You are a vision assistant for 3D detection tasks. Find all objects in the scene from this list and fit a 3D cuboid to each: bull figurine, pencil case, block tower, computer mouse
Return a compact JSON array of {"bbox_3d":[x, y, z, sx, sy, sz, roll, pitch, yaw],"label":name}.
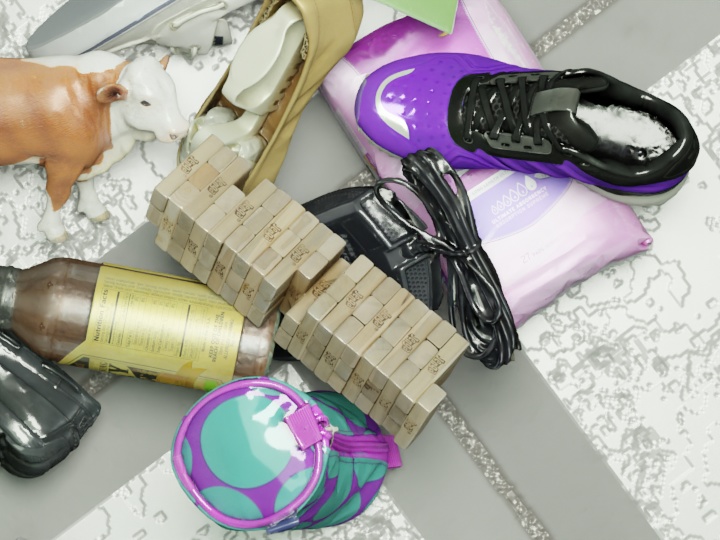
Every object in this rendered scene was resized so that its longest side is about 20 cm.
[{"bbox_3d":[-0.197,-0.082,1.593,0.199,0.065,0.122,9,118,5],"label":"bull figurine"},{"bbox_3d":[-0.040,0.107,1.537,0.092,0.200,0.085,-14,83,10],"label":"pencil case"},{"bbox_3d":[-0.029,0.011,1.531,0.200,0.054,0.058,41,61,8],"label":"block tower"},{"bbox_3d":[0.000,0.000,1.586,0.199,0.053,0.139,-11,109,34],"label":"computer mouse"}]

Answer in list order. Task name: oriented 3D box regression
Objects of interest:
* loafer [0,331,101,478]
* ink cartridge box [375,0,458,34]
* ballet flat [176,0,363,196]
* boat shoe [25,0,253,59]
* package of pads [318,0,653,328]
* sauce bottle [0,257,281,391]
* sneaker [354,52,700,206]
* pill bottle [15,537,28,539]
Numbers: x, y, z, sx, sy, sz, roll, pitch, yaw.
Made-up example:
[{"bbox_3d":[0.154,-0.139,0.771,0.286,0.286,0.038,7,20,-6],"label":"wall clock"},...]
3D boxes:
[{"bbox_3d":[-0.241,0.037,1.614,0.201,0.068,0.070,43,61,7],"label":"loafer"},{"bbox_3d":[0.017,-0.236,1.577,0.104,0.059,0.201,23,66,-24],"label":"ink cartridge box"},{"bbox_3d":[-0.069,-0.095,1.575,0.069,0.063,0.200,43,120,22],"label":"ballet flat"},{"bbox_3d":[-0.103,-0.160,1.618,0.199,0.071,0.070,-29,114,6],"label":"boat shoe"},{"bbox_3d":[0.073,-0.066,1.608,0.120,0.076,0.200,-32,88,-4],"label":"package of pads"},{"bbox_3d":[-0.148,0.027,1.569,0.199,0.065,0.065,11,87,-1],"label":"sauce bottle"},{"bbox_3d":[0.098,-0.089,1.521,0.199,0.100,0.070,9,82,-3],"label":"sneaker"},{"bbox_3d":[-0.225,0.261,1.574,0.112,0.112,0.200,36,88,2],"label":"pill bottle"}]
